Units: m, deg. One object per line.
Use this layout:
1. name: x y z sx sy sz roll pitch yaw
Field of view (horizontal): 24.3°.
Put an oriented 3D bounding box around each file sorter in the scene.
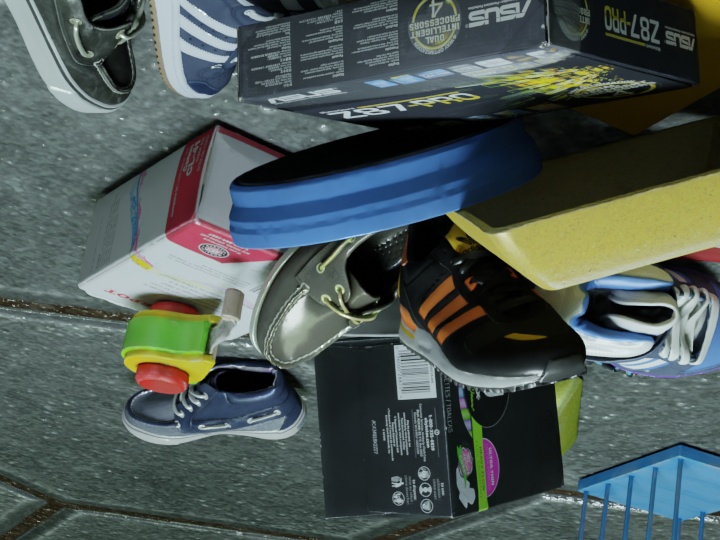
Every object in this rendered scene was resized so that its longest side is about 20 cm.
1. file sorter: 0.334 0.278 1.768 0.139 0.123 0.200 19 157 -19

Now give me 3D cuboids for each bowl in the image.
1. bowl: 0.013 -0.060 1.039 0.200 0.039 0.201 -14 -169 3

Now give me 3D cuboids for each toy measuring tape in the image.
1. toy measuring tape: -0.141 0.048 1.267 0.073 0.074 0.200 15 159 -11

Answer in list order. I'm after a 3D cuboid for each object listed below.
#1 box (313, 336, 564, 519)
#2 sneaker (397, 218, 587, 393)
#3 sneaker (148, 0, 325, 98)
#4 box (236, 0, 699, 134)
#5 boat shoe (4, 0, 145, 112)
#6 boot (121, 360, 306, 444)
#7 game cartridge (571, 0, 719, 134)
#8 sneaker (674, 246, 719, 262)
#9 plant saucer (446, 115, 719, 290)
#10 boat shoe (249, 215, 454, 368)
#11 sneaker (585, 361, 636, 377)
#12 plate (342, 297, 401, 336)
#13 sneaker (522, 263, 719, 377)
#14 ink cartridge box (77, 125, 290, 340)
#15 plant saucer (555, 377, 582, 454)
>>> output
1. box: 0.069 0.123 1.393 0.124 0.149 0.200 -5 178 32
2. sneaker: 0.073 0.016 1.055 0.070 0.090 0.200 -12 -166 -21
3. sneaker: -0.062 -0.156 0.967 0.108 0.070 0.200 9 155 6
4. box: 0.059 -0.116 0.904 0.200 0.049 0.161 -5 173 37
5. boat shoe: -0.165 -0.157 1.006 0.064 0.071 0.200 5 155 15
6. boot: -0.159 0.126 1.698 0.200 0.073 0.090 -4 146 14
7. game cartridge: 0.130 -0.153 0.951 0.200 0.033 0.176 22 155 -22
8. sneaker: 0.237 -0.039 1.155 0.200 0.079 0.116 9 -178 -16
9. plant saucer: 0.155 -0.039 0.974 0.200 0.049 0.200 -15 -170 -4
10. boat shoe: -0.002 -0.001 1.175 0.072 0.060 0.202 34 108 -34
11. sneaker: 0.202 0.038 1.263 0.073 0.082 0.200 9 178 41
12. plate: 0.067 0.032 1.312 0.200 0.032 0.199 -3 -179 -43
13. sneaker: 0.197 0.036 1.109 0.200 0.081 0.146 14 -177 -16
14. ink cartridge box: -0.106 -0.022 1.284 0.147 0.086 0.200 22 156 -29
15. plant saucer: 0.114 0.146 1.642 0.199 0.048 0.200 7 157 8
